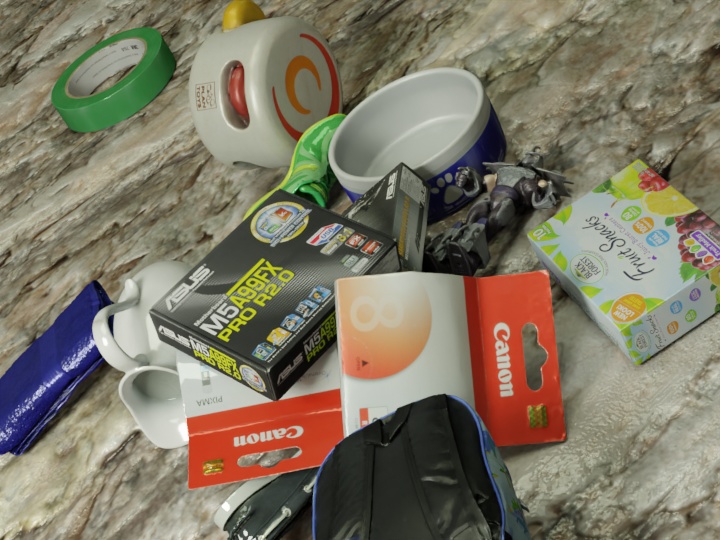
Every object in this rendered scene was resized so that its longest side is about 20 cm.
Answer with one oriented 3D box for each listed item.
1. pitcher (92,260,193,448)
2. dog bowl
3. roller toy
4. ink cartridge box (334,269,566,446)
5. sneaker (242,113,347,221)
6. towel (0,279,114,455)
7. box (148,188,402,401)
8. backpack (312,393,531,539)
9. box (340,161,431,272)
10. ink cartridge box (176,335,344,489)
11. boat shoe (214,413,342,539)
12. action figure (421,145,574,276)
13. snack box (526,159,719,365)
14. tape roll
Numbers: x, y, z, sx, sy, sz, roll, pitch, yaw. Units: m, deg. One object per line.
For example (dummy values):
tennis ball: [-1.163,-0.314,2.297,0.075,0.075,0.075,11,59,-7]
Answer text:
pitcher: [-0.224,0.065,1.581,0.120,0.172,0.201,-25,35,16]
dog bowl: [0.067,-0.143,1.701,0.198,0.079,0.201,-21,36,16]
roller toy: [-0.124,-0.223,1.851,0.138,0.201,0.184,-2,49,36]
ink cartridge box: [0.079,0.082,1.315,0.197,0.050,0.165,-6,76,7]
sneaker: [-0.058,-0.098,1.752,0.083,0.074,0.201,14,64,49]
towel: [-0.355,0.115,1.701,0.200,0.049,0.148,-45,24,6]
box: [-0.080,0.019,1.414,0.159,0.045,0.200,25,55,33]
backpack: [0.051,0.219,1.196,0.181,0.148,0.201,-24,38,12]
box: [0.000,0.000,1.551,0.158,0.048,0.201,-37,27,34]
ink cartridge box: [-0.094,0.106,1.390,0.158,0.048,0.201,-11,41,2]
boat shoe: [-0.045,0.198,1.378,0.199,0.076,0.060,-37,71,-24]
action figure: [0.145,-0.068,1.558,0.129,0.070,0.200,3,43,46]
snack box: [0.266,-0.012,1.405,0.141,0.053,0.200,-34,34,-2]
tape roll: [-0.383,-0.297,2.271,0.198,0.048,0.202,-21,35,16]
